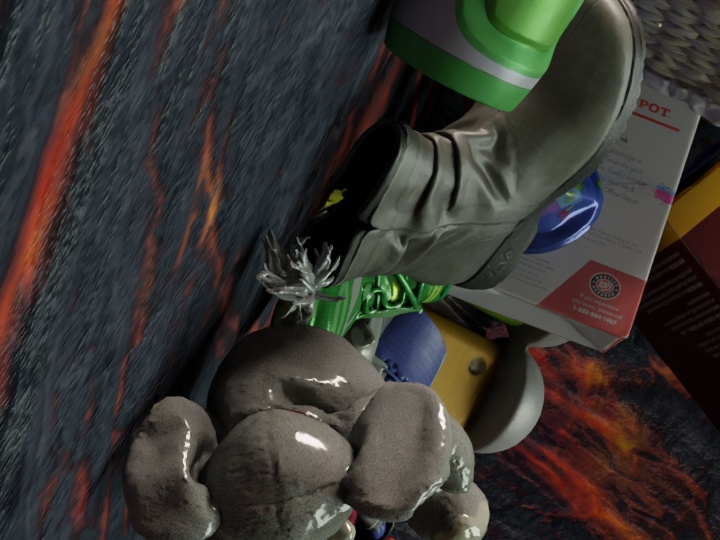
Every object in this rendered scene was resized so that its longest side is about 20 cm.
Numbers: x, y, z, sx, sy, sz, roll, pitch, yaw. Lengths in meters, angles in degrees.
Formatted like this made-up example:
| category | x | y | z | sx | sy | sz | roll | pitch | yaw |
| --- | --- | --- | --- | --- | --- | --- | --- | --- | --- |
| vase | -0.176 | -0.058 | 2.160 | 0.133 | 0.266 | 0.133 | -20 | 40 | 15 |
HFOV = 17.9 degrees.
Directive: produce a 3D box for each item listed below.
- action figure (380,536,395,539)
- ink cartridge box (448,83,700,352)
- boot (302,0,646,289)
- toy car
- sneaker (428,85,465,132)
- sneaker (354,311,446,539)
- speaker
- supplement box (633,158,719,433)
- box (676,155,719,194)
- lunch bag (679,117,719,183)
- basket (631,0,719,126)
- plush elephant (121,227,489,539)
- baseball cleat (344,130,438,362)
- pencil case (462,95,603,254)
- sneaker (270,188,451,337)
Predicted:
| category | x | y | z | sx | sy | sz | roll | pitch | yaw |
| --- | --- | --- | --- | --- | --- | --- | --- | --- | --- |
| action figure | -0.031 | 0.204 | 1.493 | 0.199 | 0.099 | 0.065 | -9 | -147 | 38 |
| ink cartridge box | 0.139 | -0.064 | 1.438 | 0.068 | 0.116 | 0.201 | 125 | -14 | -78 |
| boot | 0.059 | -0.065 | 1.193 | 0.130 | 0.068 | 0.201 | 2 | 128 | -46 |
| toy car | 0.054 | 0.019 | 1.583 | 0.201 | 0.174 | 0.150 | -62 | -151 | 3 |
| sneaker | 0.097 | -0.133 | 1.582 | 0.087 | 0.078 | 0.200 | -55 | 169 | 28 |
| sneaker | -0.003 | 0.117 | 1.427 | 0.200 | 0.081 | 0.115 | -48 | -149 | -15 |
| speaker | 0.088 | -0.182 | 1.106 | 0.201 | 0.088 | 0.088 | -62 | 175 | 12 |
| supplement box | 0.287 | 0.020 | 1.547 | 0.133 | 0.200 | 0.197 | -38 | 177 | -12 |
| box | 0.226 | -0.040 | 1.733 | 0.200 | 0.046 | 0.159 | -44 | -170 | -7 |
| lunch bag | 0.201 | -0.087 | 1.645 | 0.200 | 0.094 | 0.151 | -52 | 180 | 29 |
| basket | 0.203 | -0.227 | 1.357 | 0.199 | 0.199 | 0.161 | -60 | 173 | -16 |
| plush elephant | -0.030 | 0.103 | 1.101 | 0.155 | 0.163 | 0.201 | -77 | 161 | -56 |
| baseball cleat | 0.000 | 0.000 | 1.408 | 0.200 | 0.070 | 0.106 | -55 | -173 | -27 |
| pencil case | 0.099 | -0.104 | 1.307 | 0.087 | 0.078 | 0.201 | -32 | 139 | -22 |
| sneaker | 0.012 | -0.007 | 1.287 | 0.200 | 0.083 | 0.074 | -55 | 173 | -45 |
